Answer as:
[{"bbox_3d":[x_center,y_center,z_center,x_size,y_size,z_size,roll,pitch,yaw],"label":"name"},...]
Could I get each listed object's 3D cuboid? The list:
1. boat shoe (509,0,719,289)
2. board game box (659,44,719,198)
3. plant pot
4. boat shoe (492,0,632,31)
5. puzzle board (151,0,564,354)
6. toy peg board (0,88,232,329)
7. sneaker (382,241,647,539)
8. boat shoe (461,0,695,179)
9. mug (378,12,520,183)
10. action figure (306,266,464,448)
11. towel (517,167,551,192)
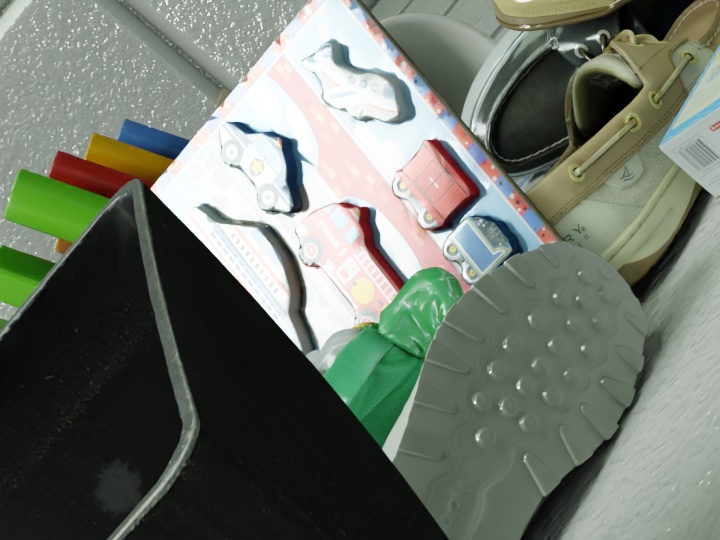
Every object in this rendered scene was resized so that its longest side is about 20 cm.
[{"bbox_3d":[0.123,-0.069,0.876,0.074,0.066,0.200,-42,11,44],"label":"boat shoe"},{"bbox_3d":[0.207,-0.118,0.765,0.135,0.034,0.200,-56,10,-29],"label":"board game box"},{"bbox_3d":[-0.050,0.128,0.523,0.200,0.177,0.200,-48,20,7],"label":"plant pot"},{"bbox_3d":[0.147,-0.169,0.934,0.198,0.068,0.072,-12,27,22],"label":"boat shoe"},{"bbox_3d":[0.000,0.000,0.841,0.151,0.200,0.017,-46,-20,22],"label":"puzzle board"},{"bbox_3d":[-0.137,0.013,1.022,0.199,0.097,0.201,-87,17,-69],"label":"toy peg board"},{"bbox_3d":[0.035,0.073,0.739,0.200,0.076,0.081,-53,0,-26],"label":"sneaker"},{"bbox_3d":[0.132,-0.120,1.005,0.200,0.069,0.057,-42,14,2],"label":"boat shoe"},{"bbox_3d":[-0.003,-0.033,1.174,0.178,0.133,0.200,-53,6,-29],"label":"mug"},{"bbox_3d":[-0.023,0.073,0.797,0.200,0.118,0.055,-48,50,24],"label":"action figure"},{"bbox_3d":[0.057,0.023,0.976,0.147,0.024,0.200,-49,9,10],"label":"towel"}]
